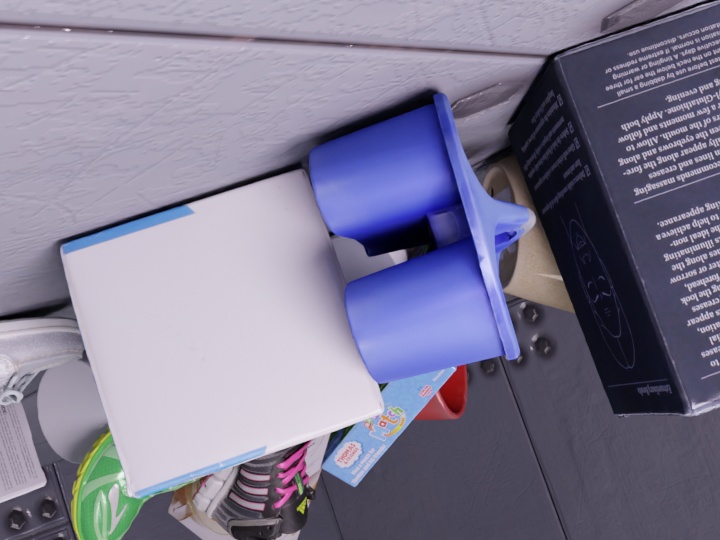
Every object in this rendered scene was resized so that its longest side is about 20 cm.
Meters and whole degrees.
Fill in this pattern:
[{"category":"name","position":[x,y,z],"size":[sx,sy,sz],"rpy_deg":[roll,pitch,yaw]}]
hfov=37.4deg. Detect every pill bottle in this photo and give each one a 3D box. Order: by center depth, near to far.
[{"category":"pill bottle","position":[-0.202,0.116,1.017],"size":[0.113,0.115,0.200],"rpy_deg":[-24,172,30]}]

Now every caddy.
[{"category":"caddy","position":[0.045,-0.015,0.582],"size":[0.104,0.143,0.200],"rpy_deg":[-15,174,6]}]

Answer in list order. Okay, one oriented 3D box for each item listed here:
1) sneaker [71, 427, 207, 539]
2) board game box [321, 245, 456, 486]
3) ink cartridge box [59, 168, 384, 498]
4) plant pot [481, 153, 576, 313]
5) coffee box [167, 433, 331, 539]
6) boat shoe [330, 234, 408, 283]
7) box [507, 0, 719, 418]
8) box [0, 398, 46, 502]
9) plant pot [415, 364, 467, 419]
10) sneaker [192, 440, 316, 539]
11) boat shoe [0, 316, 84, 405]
[{"category":"sneaker","position":[-0.170,0.156,0.904],"size":[0.201,0.083,0.074],"rpy_deg":[-54,144,-9]},{"category":"board game box","position":[0.038,0.049,0.836],"size":[0.152,0.036,0.201],"rpy_deg":[-55,-171,37]},{"category":"ink cartridge box","position":[-0.082,0.046,0.667],"size":[0.146,0.146,0.200],"rpy_deg":[-18,173,-7]},{"category":"plant pot","position":[0.195,-0.039,0.787],"size":[0.198,0.189,0.187],"rpy_deg":[-3,170,-11]},{"category":"coffee box","position":[-0.095,0.164,0.998],"size":[0.080,0.114,0.201],"rpy_deg":[-16,131,-56]},{"category":"boat shoe","position":[0.000,0.000,0.911],"size":[0.066,0.070,0.200],"rpy_deg":[-43,177,-28]},{"category":"box","position":[0.178,-0.026,0.616],"size":[0.106,0.201,0.148],"rpy_deg":[-19,174,-4]},{"category":"box","position":[-0.369,0.155,0.843],"size":[0.199,0.113,0.101],"rpy_deg":[-23,174,25]},{"category":"plant pot","position":[0.029,0.108,1.389],"size":[0.176,0.202,0.200],"rpy_deg":[-11,176,18]},{"category":"sneaker","position":[-0.067,0.168,0.877],"size":[0.074,0.087,0.200],"rpy_deg":[-37,168,-48]},{"category":"boat shoe","position":[-0.282,0.082,0.721],"size":[0.201,0.065,0.074],"rpy_deg":[-17,173,-23]}]
